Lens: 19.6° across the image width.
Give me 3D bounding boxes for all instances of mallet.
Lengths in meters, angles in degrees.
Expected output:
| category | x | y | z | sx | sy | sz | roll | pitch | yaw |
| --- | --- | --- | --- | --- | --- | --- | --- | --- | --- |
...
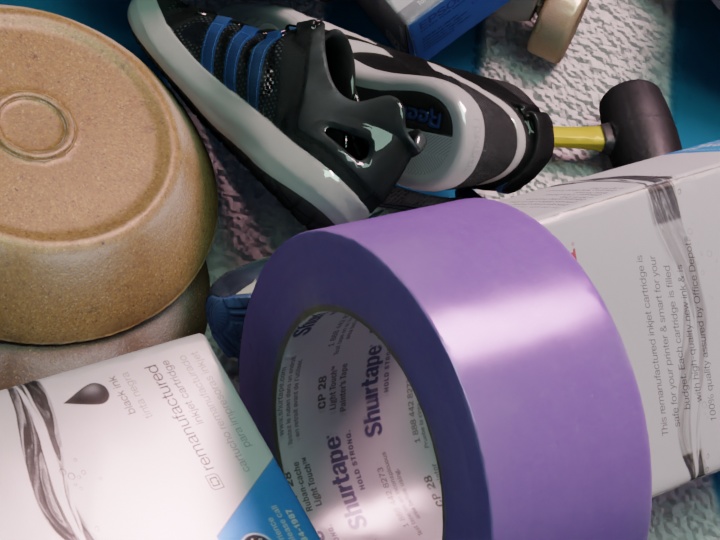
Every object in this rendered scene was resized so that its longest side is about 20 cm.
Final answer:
| category | x | y | z | sx | sy | sz | roll | pitch | yaw |
| --- | --- | --- | --- | --- | --- | --- | --- | --- | --- |
| mallet | 0.088 | -0.067 | 1.147 | 0.198 | 0.041 | 0.066 | -5 | 54 | -22 |

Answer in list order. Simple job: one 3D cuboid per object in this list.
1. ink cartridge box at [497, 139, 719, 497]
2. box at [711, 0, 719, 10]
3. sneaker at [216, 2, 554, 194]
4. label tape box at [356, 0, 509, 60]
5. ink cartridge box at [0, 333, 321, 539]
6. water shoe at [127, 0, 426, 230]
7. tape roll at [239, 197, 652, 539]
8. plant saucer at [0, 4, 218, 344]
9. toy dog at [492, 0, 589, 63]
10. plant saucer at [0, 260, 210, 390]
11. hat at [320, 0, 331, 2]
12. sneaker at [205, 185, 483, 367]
| category | x | y | z | sx | sy | sz | roll | pitch | yaw |
| --- | --- | --- | --- | --- | --- | --- | --- | --- | --- |
| ink cartridge box | 0.142 | 0.024 | 1.024 | 0.199 | 0.083 | 0.146 | -16 | 101 | -33 |
| box | 0.279 | -0.194 | 1.273 | 0.158 | 0.050 | 0.201 | 43 | 42 | -29 |
| sneaker | 0.013 | -0.082 | 1.087 | 0.199 | 0.074 | 0.111 | 27 | 15 | 39 |
| label tape box | 0.026 | -0.232 | 1.126 | 0.144 | 0.063 | 0.201 | -35 | 73 | -5 |
| ink cartridge box | -0.128 | 0.128 | 0.867 | 0.199 | 0.084 | 0.147 | -16 | 63 | -33 |
| water shoe | -0.040 | -0.091 | 1.028 | 0.079 | 0.072 | 0.200 | -42 | 52 | -3 |
| tape roll | 0.031 | 0.074 | 0.901 | 0.084 | 0.200 | 0.201 | -13 | 61 | -30 |
| plant saucer | -0.158 | -0.058 | 0.982 | 0.199 | 0.036 | 0.201 | 13 | 50 | -15 |
| toy dog | 0.110 | -0.222 | 1.184 | 0.131 | 0.096 | 0.202 | 6 | 90 | 2 |
| plant saucer | -0.162 | -0.014 | 0.993 | 0.199 | 0.037 | 0.202 | 13 | 51 | -16 |
| hat | -0.101 | -0.189 | 1.103 | 0.201 | 0.081 | 0.201 | 45 | 9 | -9 |
| sneaker | 0.000 | 0.000 | 1.041 | 0.199 | 0.077 | 0.085 | -8 | 48 | -37 |
